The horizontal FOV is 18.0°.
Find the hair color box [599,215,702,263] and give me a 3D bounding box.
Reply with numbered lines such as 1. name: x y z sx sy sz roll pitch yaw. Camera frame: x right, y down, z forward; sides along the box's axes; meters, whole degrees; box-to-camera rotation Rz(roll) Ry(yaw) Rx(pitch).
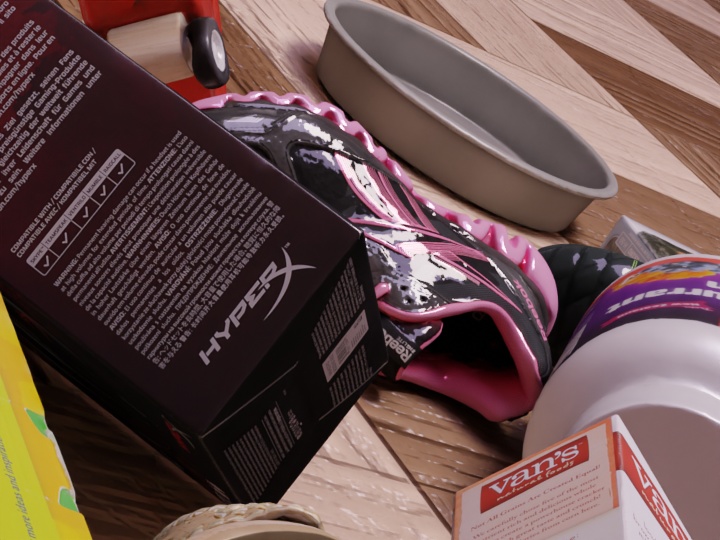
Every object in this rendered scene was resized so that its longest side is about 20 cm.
1. hair color box: 0.209 0.054 1.156 0.199 0.061 0.099 23 19 -28

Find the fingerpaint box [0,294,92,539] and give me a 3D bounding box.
1. fingerpaint box: -0.150 0.045 0.495 0.166 0.074 0.200 24 19 -32

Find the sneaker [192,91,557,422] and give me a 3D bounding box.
1. sneaker: 0.000 0.000 0.920 0.199 0.079 0.096 26 29 -19

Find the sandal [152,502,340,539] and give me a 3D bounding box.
1. sandal: -0.029 0.095 0.589 0.069 0.078 0.211 26 0 31

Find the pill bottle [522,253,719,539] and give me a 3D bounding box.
1. pill bottle: 0.122 0.065 0.871 0.111 0.112 0.200 34 16 4

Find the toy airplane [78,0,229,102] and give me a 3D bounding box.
1. toy airplane: -0.108 -0.182 0.992 0.199 0.200 0.141 29 27 -9

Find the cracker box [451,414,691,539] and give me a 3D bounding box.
1. cracker box: 0.075 0.140 0.555 0.134 0.057 0.200 58 14 -18

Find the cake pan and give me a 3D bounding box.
1. cake pan: 0.056 -0.088 1.309 0.199 0.037 0.200 31 17 -10

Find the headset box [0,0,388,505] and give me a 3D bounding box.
1. headset box: -0.093 -0.021 0.690 0.200 0.075 0.149 37 -11 12

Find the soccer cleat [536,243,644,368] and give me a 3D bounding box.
1. soccer cleat: 0.149 0.058 1.026 0.200 0.068 0.081 38 16 7
